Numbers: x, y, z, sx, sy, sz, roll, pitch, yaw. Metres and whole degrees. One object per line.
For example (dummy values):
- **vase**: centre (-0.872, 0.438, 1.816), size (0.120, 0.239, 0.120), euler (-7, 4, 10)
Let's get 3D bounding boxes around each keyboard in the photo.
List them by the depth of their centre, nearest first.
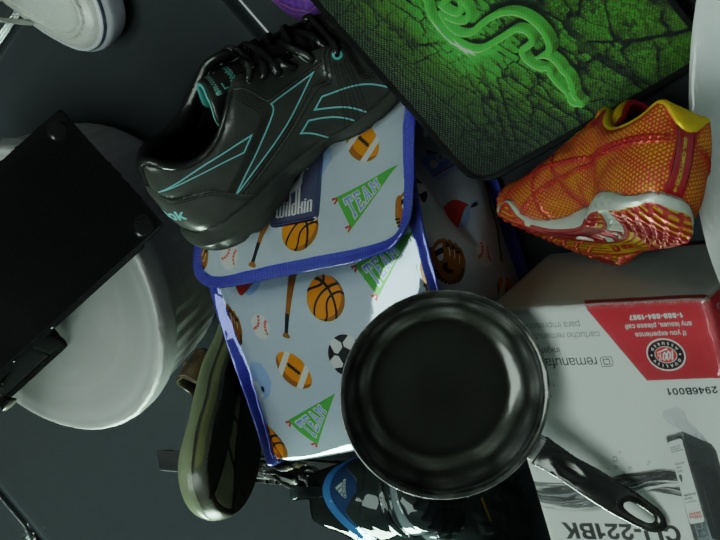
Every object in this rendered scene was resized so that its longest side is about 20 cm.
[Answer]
- **keyboard**: centre (-0.048, 0.129, 1.353), size (0.200, 0.127, 0.021), euler (-1, 84, 37)

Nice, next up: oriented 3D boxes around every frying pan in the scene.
- **frying pan**: centre (0.082, 0.072, 1.154), size (0.189, 0.031, 0.115), euler (9, 97, -7)

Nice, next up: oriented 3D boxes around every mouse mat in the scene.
- **mouse mat**: centre (0.067, -0.144, 1.115), size (0.161, 0.008, 0.200), euler (-29, 118, 28)

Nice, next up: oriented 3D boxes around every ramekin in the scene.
- **ramekin**: centre (-0.182, -0.005, 1.395), size (0.202, 0.094, 0.203), euler (17, 124, 28)

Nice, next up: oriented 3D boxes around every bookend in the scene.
- **bookend**: centre (-0.211, 0.018, 1.286), size (0.092, 0.199, 0.200), euler (47, 177, 6)

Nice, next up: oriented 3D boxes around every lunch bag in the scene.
- **lunch bag**: centre (0.000, 0.000, 1.244), size (0.170, 0.124, 0.201), euler (-12, 98, 35)

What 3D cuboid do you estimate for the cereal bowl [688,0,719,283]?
- **cereal bowl**: centre (0.222, -0.077, 1.016), size (0.083, 0.200, 0.201), euler (-2, 120, -7)

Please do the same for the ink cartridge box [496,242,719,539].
- **ink cartridge box**: centre (0.172, 0.093, 1.191), size (0.144, 0.084, 0.201), euler (-4, 112, 37)

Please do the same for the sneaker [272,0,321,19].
- **sneaker**: centre (-0.085, -0.221, 1.208), size (0.080, 0.088, 0.200), euler (-35, 92, 42)

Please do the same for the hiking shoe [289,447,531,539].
- **hiking shoe**: centre (0.041, 0.145, 1.269), size (0.086, 0.075, 0.200), euler (-6, 154, 26)

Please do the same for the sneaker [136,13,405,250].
- **sneaker**: centre (-0.040, -0.099, 1.182), size (0.079, 0.200, 0.075), euler (43, 180, -40)

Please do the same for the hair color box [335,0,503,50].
- **hair color box**: centre (-0.008, -0.206, 1.122), size (0.199, 0.064, 0.111), euler (18, 129, -7)

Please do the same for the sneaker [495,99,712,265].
- **sneaker**: centre (0.134, -0.048, 1.135), size (0.073, 0.077, 0.200), euler (21, 169, -19)

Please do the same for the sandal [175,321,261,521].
- **sandal**: centre (-0.088, 0.075, 1.299), size (0.057, 0.201, 0.080), euler (-15, 117, 22)

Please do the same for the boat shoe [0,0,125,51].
- **boat shoe**: centre (-0.242, -0.202, 1.336), size (0.202, 0.086, 0.075), euler (44, 132, 10)
